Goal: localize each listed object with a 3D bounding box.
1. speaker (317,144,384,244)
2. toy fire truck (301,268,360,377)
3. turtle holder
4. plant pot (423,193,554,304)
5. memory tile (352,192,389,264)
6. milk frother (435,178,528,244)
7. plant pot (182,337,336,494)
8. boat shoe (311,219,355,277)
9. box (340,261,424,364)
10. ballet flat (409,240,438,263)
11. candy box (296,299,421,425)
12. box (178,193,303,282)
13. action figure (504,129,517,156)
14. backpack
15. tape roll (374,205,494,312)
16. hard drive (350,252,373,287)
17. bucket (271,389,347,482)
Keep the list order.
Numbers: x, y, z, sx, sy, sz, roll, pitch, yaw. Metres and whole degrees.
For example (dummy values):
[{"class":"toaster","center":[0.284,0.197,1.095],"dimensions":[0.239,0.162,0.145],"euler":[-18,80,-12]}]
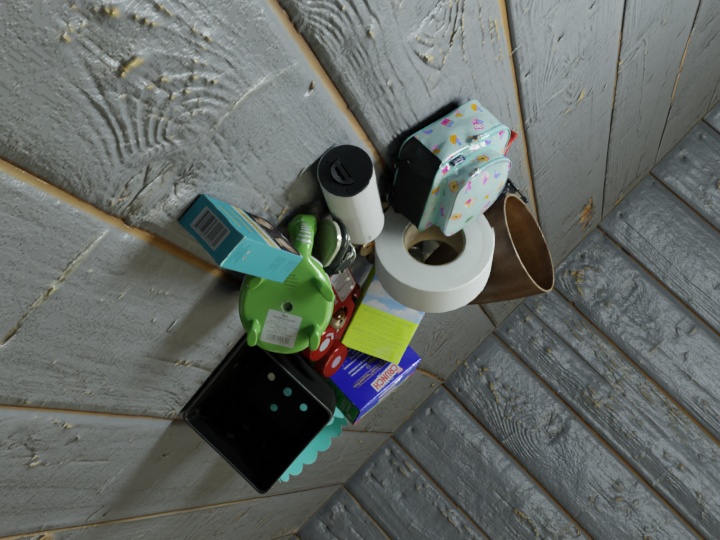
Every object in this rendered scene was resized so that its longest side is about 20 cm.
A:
[{"class":"speaker","center":[-0.012,-0.107,1.363],"dimensions":[0.081,0.081,0.200],"euler":[-43,163,-8]},{"class":"toy fire truck","center":[-0.061,0.074,1.604],"dimensions":[0.168,0.112,0.200],"euler":[-51,155,-11]},{"class":"turtle holder","center":[-0.113,0.021,1.364],"dimensions":[0.140,0.187,0.132],"euler":[-14,-162,-2]},{"class":"plant pot","center":[0.222,-0.015,1.706],"dimensions":[0.199,0.188,0.187],"euler":[-24,174,28]},{"class":"memory tile","center":[0.056,-0.079,1.646],"dimensions":[0.153,0.017,0.200],"euler":[-49,156,3]},{"class":"milk frother","center":[0.213,-0.124,1.821],"dimensions":[0.188,0.181,0.200],"euler":[-47,120,4]},{"class":"plant pot","center":[-0.157,0.236,1.665],"dimensions":[0.200,0.199,0.177],"euler":[-50,174,15]},{"class":"boat shoe","center":[-0.039,-0.034,1.428],"dimensions":[0.067,0.072,0.200],"euler":[-6,166,-13]},{"class":"box","center":[0.054,0.064,1.686],"dimensions":[0.048,0.121,0.201],"euler":[-97,-150,-62]},{"class":"ballet flat","center":[0.130,-0.033,1.835],"dimensions":[0.200,0.063,0.068],"euler":[71,24,-56]},{"class":"candy box","center":[-0.014,0.162,1.783],"dimensions":[0.169,0.200,0.077],"euler":[-36,161,-27]},{"class":"box","center":[-0.148,-0.037,1.196],"dimensions":[0.049,0.082,0.200],"euler":[-47,164,7]},{"class":"action figure","center":[0.209,-0.166,1.672],"dimensions":[0.065,0.052,0.201],"euler":[-16,137,-56]},{"class":"backpack","center":[0.156,-0.169,1.507],"dimensions":[0.200,0.153,0.176],"euler":[-44,160,-28]},{"class":"tape roll","center":[0.123,-0.032,1.564],"dimensions":[0.202,0.202,0.071],"euler":[-38,153,-22]},{"class":"hard drive","center":[0.000,0.000,1.738],"dimensions":[0.200,0.026,0.132],"euler":[-40,162,-19]},{"class":"bucket","center":[-0.141,0.337,2.008],"dimensions":[0.207,0.135,0.207],"euler":[-40,163,-15]}]
